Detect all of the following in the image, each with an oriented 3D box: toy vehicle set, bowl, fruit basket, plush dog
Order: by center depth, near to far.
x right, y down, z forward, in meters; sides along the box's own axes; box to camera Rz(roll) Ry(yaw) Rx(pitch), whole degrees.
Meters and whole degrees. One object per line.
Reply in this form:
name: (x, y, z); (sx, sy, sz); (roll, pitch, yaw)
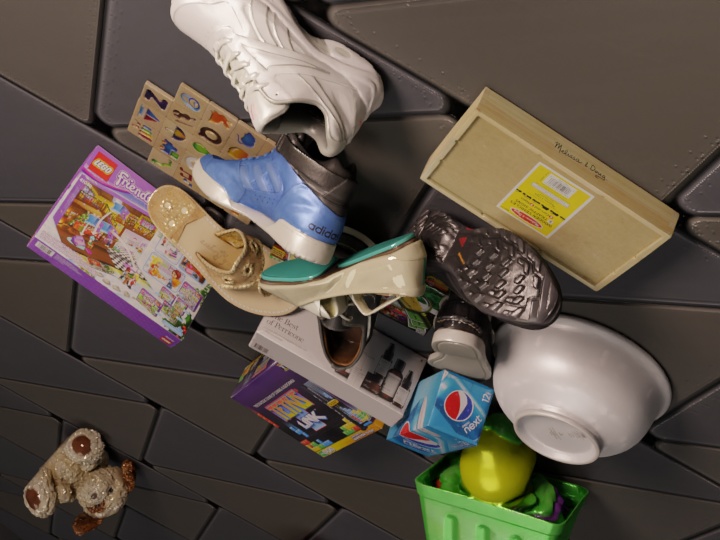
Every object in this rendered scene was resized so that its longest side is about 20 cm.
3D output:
toy vehicle set: (0.161, -0.065, 0.960); (0.198, 0.027, 0.124); (32, 150, -7)
bowl: (0.220, 0.141, 1.167); (0.198, 0.091, 0.202); (21, 150, 12)
fruit basket: (0.175, 0.262, 1.380); (0.212, 0.155, 0.220); (5, 101, 27)
plush dog: (-0.534, 0.412, 2.159); (0.172, 0.200, 0.160); (43, -178, -8)

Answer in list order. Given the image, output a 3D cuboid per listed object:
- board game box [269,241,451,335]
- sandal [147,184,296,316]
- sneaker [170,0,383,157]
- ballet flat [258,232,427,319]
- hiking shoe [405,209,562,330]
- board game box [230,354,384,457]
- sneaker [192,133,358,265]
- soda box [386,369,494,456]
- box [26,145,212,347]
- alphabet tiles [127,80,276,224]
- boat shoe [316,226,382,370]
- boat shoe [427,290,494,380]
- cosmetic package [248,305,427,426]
board game box: (0.000, 0.000, 1.194); (0.198, 0.024, 0.105); (27, 148, -1)
sandal: (-0.151, -0.015, 1.227); (0.211, 0.078, 0.070); (39, 180, -12)
sneaker: (-0.080, -0.168, 0.925); (0.198, 0.100, 0.078); (29, 150, -3)
ballet flat: (-0.017, 0.015, 1.062); (0.198, 0.070, 0.070); (-11, 133, 40)
hiking shoe: (0.129, 0.004, 1.028); (0.100, 0.076, 0.199); (29, -176, -41)
board game box: (-0.067, 0.169, 1.482); (0.164, 0.057, 0.200); (33, 150, -11)
sneaker: (-0.079, -0.097, 1.065); (0.076, 0.113, 0.199); (14, -165, -47)
soda box: (0.089, 0.171, 1.295); (0.063, 0.069, 0.200); (22, 164, -6)
box: (-0.257, -0.026, 1.253); (0.199, 0.138, 0.039); (38, 148, -17)
alphabet tiles: (-0.150, -0.118, 1.157); (0.198, 0.006, 0.166); (33, 149, -8)
boat shoe: (-0.013, 0.031, 1.164); (0.071, 0.068, 0.201); (19, 144, 13)
boat shoe: (0.108, 0.071, 1.178); (0.073, 0.061, 0.200); (10, 165, 12)
cosmetic package: (-0.026, 0.097, 1.310); (0.198, 0.083, 0.051); (29, 148, -4)
